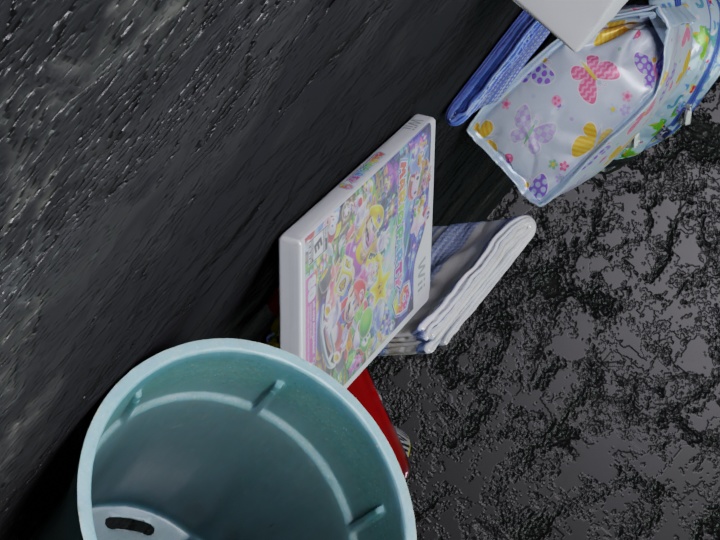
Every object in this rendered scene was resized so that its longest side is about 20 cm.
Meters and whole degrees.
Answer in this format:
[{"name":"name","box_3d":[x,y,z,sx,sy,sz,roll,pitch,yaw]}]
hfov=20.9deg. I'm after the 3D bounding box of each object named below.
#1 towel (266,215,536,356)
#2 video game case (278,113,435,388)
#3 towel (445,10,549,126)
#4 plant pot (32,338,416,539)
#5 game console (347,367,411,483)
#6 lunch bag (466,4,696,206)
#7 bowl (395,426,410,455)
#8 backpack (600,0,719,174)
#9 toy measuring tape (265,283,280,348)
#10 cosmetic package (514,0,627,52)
[{"name":"towel","box_3d":[0.028,0.010,1.468,0.199,0.024,0.147,-3,-142,51]},{"name":"video game case","box_3d":[0.000,0.000,1.280,0.200,0.018,0.144,-45,142,-52]},{"name":"towel","box_3d":[0.132,-0.178,1.537,0.145,0.024,0.200,-51,176,17]},{"name":"plant pot","box_3d":[-0.099,0.170,1.110,0.200,0.200,0.196,-47,-178,-38]},{"name":"game console","box_3d":[-0.045,0.145,1.535,0.199,0.119,0.172,-36,-179,20]},{"name":"lunch bag","box_3d":[0.208,-0.168,1.745,0.200,0.127,0.170,-42,176,19]},{"name":"bowl","box_3d":[-0.063,0.170,1.796,0.200,0.095,0.201,-29,-163,10]},{"name":"backpack","box_3d":[0.275,-0.210,1.908,0.201,0.152,0.164,97,-7,-58]},{"name":"toy measuring tape","box_3d":[-0.009,0.009,1.377,0.200,0.073,0.074,-46,174,-46]},{"name":"cosmetic package","box_3d":[0.165,-0.231,1.120,0.101,0.071,0.200,-45,172,-41]}]
